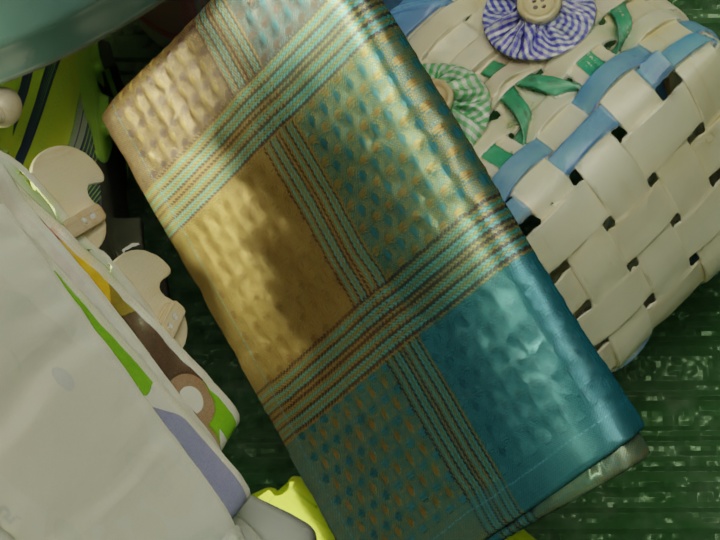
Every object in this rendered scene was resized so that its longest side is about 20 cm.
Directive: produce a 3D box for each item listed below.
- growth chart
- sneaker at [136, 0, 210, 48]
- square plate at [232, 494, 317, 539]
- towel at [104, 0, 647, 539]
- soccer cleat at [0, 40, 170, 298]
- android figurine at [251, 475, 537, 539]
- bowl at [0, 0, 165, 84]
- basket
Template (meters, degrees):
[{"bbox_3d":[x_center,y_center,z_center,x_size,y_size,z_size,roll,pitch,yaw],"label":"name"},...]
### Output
[{"bbox_3d":[-0.093,0.043,0.791,0.201,0.018,0.145,57,39,-1],"label":"growth chart"},{"bbox_3d":[-0.109,-0.182,0.991,0.075,0.105,0.201,-35,70,-8],"label":"sneaker"},{"bbox_3d":[-0.096,0.127,0.779,0.198,0.028,0.201,31,51,-29],"label":"square plate"},{"bbox_3d":[0.000,0.000,0.827,0.022,0.147,0.201,-24,81,-41],"label":"towel"},{"bbox_3d":[-0.120,-0.030,0.929,0.083,0.065,0.201,-16,48,3],"label":"soccer cleat"},{"bbox_3d":[-0.003,0.155,0.885,0.199,0.041,0.182,33,75,12],"label":"android figurine"},{"bbox_3d":[-0.120,-0.131,0.850,0.200,0.201,0.105,-29,108,-8],"label":"bowl"},{"bbox_3d":[0.044,-0.051,0.922,0.176,0.139,0.200,-44,38,-14],"label":"basket"}]
